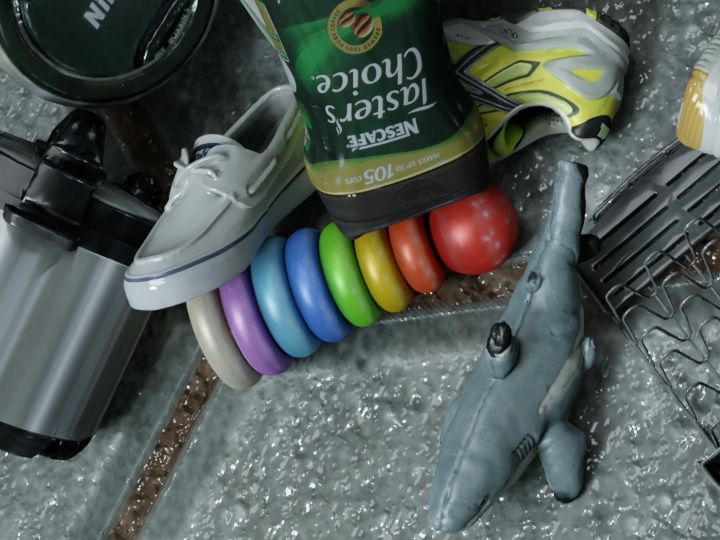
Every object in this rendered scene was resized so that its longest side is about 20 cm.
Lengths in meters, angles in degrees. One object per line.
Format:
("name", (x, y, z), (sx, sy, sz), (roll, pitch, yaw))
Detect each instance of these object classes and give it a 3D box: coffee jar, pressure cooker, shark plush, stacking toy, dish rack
("coffee jar", (0.002, -0.120, 0.914), (0.103, 0.202, 0.086), (-20, 28, -1))
("pressure cooker", (-0.207, -0.006, 1.035), (0.175, 0.178, 0.202), (29, 94, 35))
("shark plush", (0.093, 0.046, 0.896), (0.091, 0.083, 0.201), (35, 106, 30))
("stacking toy", (0.000, 0.000, 0.997), (0.198, 0.085, 0.086), (-20, 63, 12))
("dish rack", (0.204, 0.009, 0.893), (0.153, 0.055, 0.201), (-39, 58, 8))

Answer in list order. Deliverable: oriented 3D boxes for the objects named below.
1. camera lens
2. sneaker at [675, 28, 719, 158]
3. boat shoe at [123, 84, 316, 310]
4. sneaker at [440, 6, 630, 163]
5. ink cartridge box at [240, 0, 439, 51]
("camera lens", (-0.188, -0.205, 1.085), (0.160, 0.160, 0.200), (-50, 34, 2))
("sneaker", (0.246, -0.125, 0.901), (0.087, 0.076, 0.201), (26, 63, 18))
("boat shoe", (-0.085, -0.047, 0.993), (0.073, 0.066, 0.200), (-7, 26, 28))
("sneaker", (0.060, -0.107, 1.000), (0.198, 0.075, 0.077), (-3, 69, 28))
("ink cartridge box", (-0.011, -0.220, 1.028), (0.145, 0.084, 0.201), (-36, 32, 9))
